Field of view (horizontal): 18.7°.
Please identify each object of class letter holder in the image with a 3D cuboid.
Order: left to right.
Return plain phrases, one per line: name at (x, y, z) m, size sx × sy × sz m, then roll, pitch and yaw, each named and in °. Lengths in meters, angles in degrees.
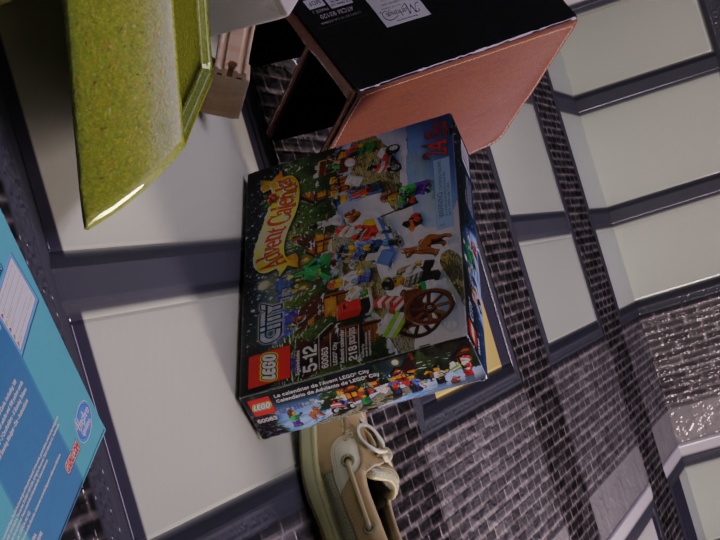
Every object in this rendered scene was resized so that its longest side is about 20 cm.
letter holder at (0.022, -0.133, 1.466) m, size 0.101 × 0.199 × 0.142 m, roll 52°, pitch -39°, yaw 20°

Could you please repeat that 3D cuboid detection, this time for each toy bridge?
toy bridge at (-0.072, -0.182, 1.356) m, size 0.201 × 0.027 × 0.067 m, roll -85°, pitch -169°, yaw -47°

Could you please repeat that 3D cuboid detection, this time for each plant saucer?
plant saucer at (-0.106, -0.144, 1.065) m, size 0.200 × 0.048 × 0.201 m, roll -85°, pitch 173°, yaw -71°

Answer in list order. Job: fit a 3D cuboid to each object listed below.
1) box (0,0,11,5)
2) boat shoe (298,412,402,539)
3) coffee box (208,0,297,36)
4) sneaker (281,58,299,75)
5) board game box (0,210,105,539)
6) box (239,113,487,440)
box at (-0.165, -0.212, 1.058) m, size 0.200 × 0.050 × 0.075 m, roll -89°, pitch 158°, yaw -53°
boat shoe at (0.008, 0.149, 1.291) m, size 0.073 × 0.063 × 0.202 m, roll 53°, pitch 24°, yaw -56°
coffee box at (-0.067, -0.234, 1.262) m, size 0.115 × 0.079 × 0.200 m, roll 63°, pitch 31°, yaw -28°
sneaker at (-0.042, -0.215, 1.511) m, size 0.077 × 0.075 × 0.201 m, roll -93°, pitch 166°, yaw -51°
board game box at (-0.165, 0.017, 0.782) m, size 0.151 × 0.047 × 0.201 m, roll -77°, pitch 147°, yaw -64°
box at (0.000, 0.000, 1.282) m, size 0.201 × 0.136 × 0.038 m, roll -92°, pitch 162°, yaw -49°
